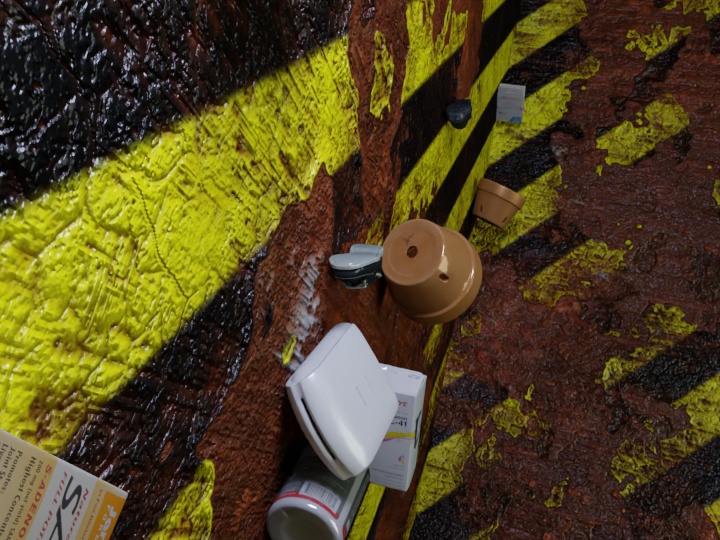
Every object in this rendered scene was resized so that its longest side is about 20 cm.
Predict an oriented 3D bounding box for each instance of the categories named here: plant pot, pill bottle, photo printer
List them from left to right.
[{"bbox_3d":[-0.050,0.316,1.012,0.200,0.112,0.116,-55,152,-58],"label":"pill bottle"},{"bbox_3d":[-0.025,0.185,0.982,0.168,0.069,0.200,61,24,-8],"label":"photo printer"},{"bbox_3d":[0.126,-0.009,1.355,0.140,0.197,0.203,38,62,-55],"label":"plant pot"},{"bbox_3d":[0.532,-0.257,2.708,0.142,0.198,0.200,-62,166,5],"label":"plant pot"}]

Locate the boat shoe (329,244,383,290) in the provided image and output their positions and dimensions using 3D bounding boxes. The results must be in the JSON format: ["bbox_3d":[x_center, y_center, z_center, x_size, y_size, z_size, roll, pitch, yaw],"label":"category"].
[{"bbox_3d":[0.000,0.000,1.066,0.200,0.074,0.061,-27,120,-71],"label":"boat shoe"}]

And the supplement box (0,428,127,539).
[{"bbox_3d":[-0.214,0.145,0.349,0.201,0.072,0.128,74,30,-60],"label":"supplement box"}]

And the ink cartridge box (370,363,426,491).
[{"bbox_3d":[0.033,0.279,1.239,0.086,0.145,0.203,-49,145,-63],"label":"ink cartridge box"}]

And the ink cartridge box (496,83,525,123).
[{"bbox_3d":[0.652,-0.739,2.968,0.201,0.113,0.069,76,28,-58],"label":"ink cartridge box"}]

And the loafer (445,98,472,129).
[{"bbox_3d":[0.264,-0.408,1.808,0.201,0.067,0.072,-55,143,-65],"label":"loafer"}]
